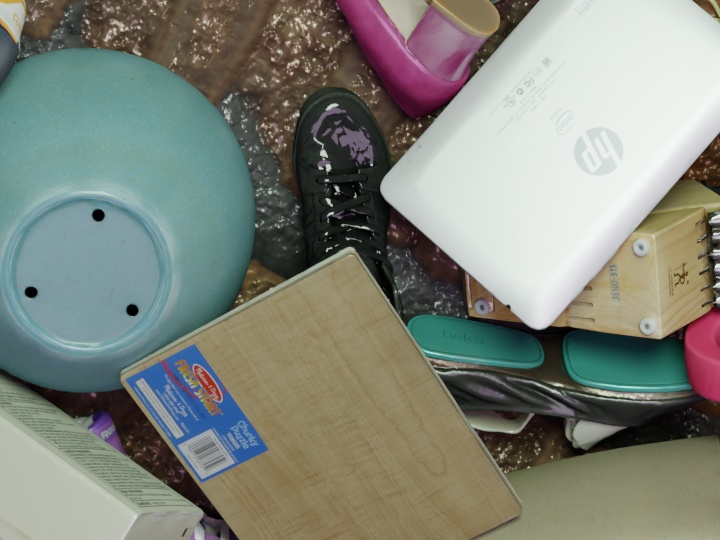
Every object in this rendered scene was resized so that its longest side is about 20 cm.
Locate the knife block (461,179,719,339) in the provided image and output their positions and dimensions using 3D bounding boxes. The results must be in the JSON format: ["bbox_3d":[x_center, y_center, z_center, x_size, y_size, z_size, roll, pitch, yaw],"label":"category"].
[{"bbox_3d":[0.182,-0.017,1.222,0.199,0.175,0.064,6,108,37],"label":"knife block"}]

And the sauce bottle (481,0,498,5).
[{"bbox_3d":[0.040,-0.246,1.131,0.066,0.066,0.201,-27,105,0],"label":"sauce bottle"}]

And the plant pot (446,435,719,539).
[{"bbox_3d":[0.116,0.192,1.212,0.199,0.187,0.189,0,105,7],"label":"plant pot"}]

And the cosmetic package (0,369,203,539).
[{"bbox_3d":[-0.201,0.117,1.127,0.199,0.103,0.088,33,95,19],"label":"cosmetic package"}]

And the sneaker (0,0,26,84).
[{"bbox_3d":[-0.280,-0.155,1.108,0.199,0.079,0.080,26,57,0],"label":"sneaker"}]

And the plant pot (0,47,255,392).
[{"bbox_3d":[-0.154,-0.016,1.129,0.199,0.135,0.202,-2,105,-7],"label":"plant pot"}]

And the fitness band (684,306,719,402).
[{"bbox_3d":[0.280,0.035,1.180,0.199,0.143,0.038,-25,113,-38],"label":"fitness band"}]

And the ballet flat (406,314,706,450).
[{"bbox_3d":[0.116,0.069,1.227,0.199,0.068,0.069,8,126,0],"label":"ballet flat"}]

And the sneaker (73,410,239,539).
[{"bbox_3d":[-0.129,0.145,1.209,0.199,0.073,0.115,4,101,-9],"label":"sneaker"}]

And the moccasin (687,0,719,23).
[{"bbox_3d":[0.219,-0.165,1.169,0.073,0.078,0.202,24,101,-9],"label":"moccasin"}]

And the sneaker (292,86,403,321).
[{"bbox_3d":[-0.003,0.000,1.169,0.060,0.104,0.201,-4,106,-7],"label":"sneaker"}]

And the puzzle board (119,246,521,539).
[{"bbox_3d":[-0.020,0.095,1.129,0.150,0.017,0.200,-27,117,13],"label":"puzzle board"}]

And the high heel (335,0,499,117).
[{"bbox_3d":[-0.015,-0.173,1.158,0.200,0.067,0.096,36,139,-5],"label":"high heel"}]

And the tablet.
[{"bbox_3d":[0.120,-0.080,1.142,0.130,0.014,0.200,41,91,14],"label":"tablet"}]
